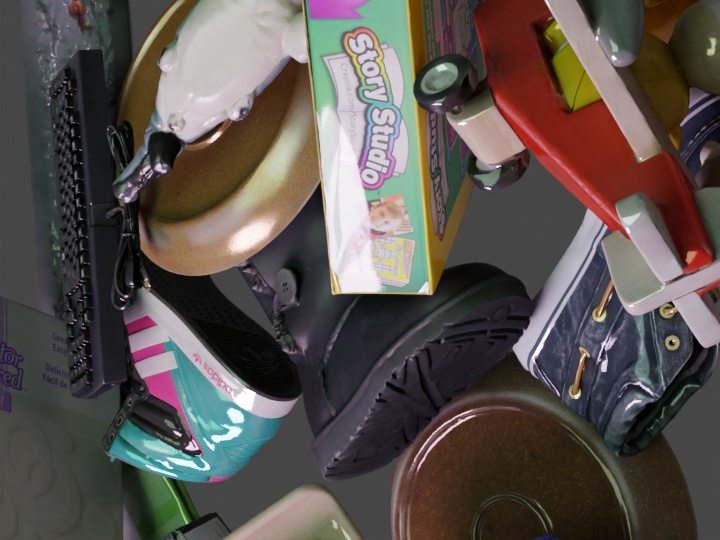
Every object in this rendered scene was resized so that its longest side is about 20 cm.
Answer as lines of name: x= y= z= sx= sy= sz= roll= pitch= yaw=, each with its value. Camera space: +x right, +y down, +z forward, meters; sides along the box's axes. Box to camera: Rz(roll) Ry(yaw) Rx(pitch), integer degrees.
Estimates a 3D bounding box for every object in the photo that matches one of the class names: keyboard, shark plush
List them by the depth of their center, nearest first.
shark plush: x=-0.062 y=-0.108 z=1.254 sx=0.091 sy=0.083 sz=0.201 roll=29 pitch=110 yaw=6
keyboard: x=-0.155 y=-0.030 z=1.354 sx=0.127 sy=0.021 sz=0.201 roll=-27 pitch=66 yaw=58

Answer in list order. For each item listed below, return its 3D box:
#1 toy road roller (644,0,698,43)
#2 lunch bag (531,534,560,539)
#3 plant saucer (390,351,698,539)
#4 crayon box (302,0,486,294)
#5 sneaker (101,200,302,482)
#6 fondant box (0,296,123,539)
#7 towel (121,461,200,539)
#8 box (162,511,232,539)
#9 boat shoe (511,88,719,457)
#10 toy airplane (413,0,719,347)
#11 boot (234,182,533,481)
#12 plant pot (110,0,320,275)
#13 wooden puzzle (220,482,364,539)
toy road roller: x=0.146 y=-0.159 z=1.147 sx=0.199 sy=0.123 sz=0.147 roll=16 pitch=120 yaw=35
lunch bag: x=0.081 y=0.243 z=1.207 sx=0.170 sy=0.124 sz=0.200 roll=-26 pitch=104 yaw=34
plant saucer: x=0.090 y=0.146 z=1.279 sx=0.200 sy=0.034 sz=0.201 roll=7 pitch=101 yaw=37
crayon box: x=0.020 y=-0.116 z=1.171 sx=0.058 sy=0.173 sz=0.201 roll=2 pitch=120 yaw=14
sneaker: x=-0.122 y=0.055 z=1.401 sx=0.200 sy=0.083 sz=0.121 roll=48 pitch=121 yaw=33
fondant box: x=-0.214 y=0.118 z=1.390 sx=0.058 sy=0.144 sz=0.201 roll=-30 pitch=52 yaw=35
towel: x=-0.167 y=0.196 z=1.488 sx=0.200 sy=0.031 sz=0.150 roll=-35 pitch=77 yaw=32
box: x=-0.097 y=0.282 z=1.412 sx=0.200 sy=0.050 sz=0.199 roll=-45 pitch=76 yaw=31
boat shoe: x=0.157 y=-0.002 z=1.185 sx=0.091 sy=0.071 sz=0.201 roll=47 pitch=127 yaw=28
toy airplane: x=0.131 y=-0.065 z=1.043 sx=0.141 sy=0.200 sz=0.199 roll=-41 pitch=88 yaw=-3
boot: x=0.000 y=0.000 z=1.270 sx=0.200 sy=0.076 sz=0.169 roll=-50 pitch=57 yaw=50
plant pot: x=-0.080 y=-0.096 z=1.326 sx=0.200 sy=0.027 sz=0.201 roll=-21 pitch=58 yaw=38
wooden puzzle: x=-0.044 y=0.250 z=1.323 sx=0.185 sy=0.037 sz=0.200 roll=-35 pitch=79 yaw=0
